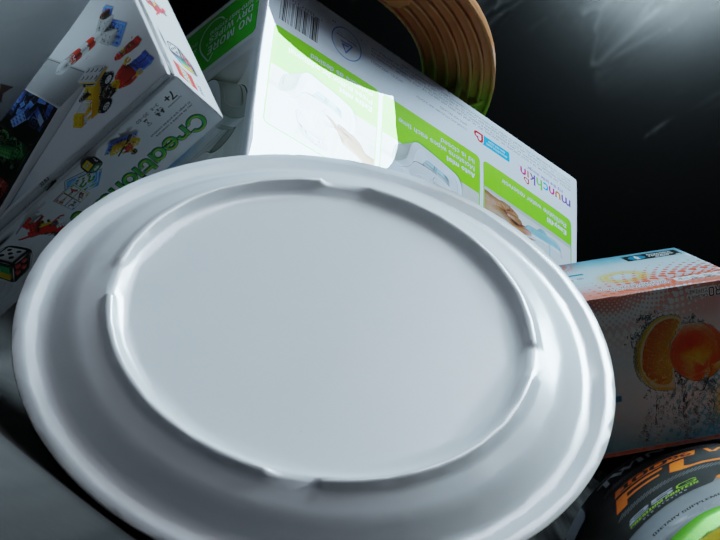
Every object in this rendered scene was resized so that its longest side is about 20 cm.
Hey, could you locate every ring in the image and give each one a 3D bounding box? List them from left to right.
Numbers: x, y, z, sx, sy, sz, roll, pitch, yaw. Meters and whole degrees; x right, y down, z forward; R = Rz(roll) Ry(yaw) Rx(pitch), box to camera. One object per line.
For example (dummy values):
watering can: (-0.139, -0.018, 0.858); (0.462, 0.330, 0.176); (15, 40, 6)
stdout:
ring: (-0.036, -0.092, 0.930); (0.198, 0.019, 0.201); (3, -35, 2)

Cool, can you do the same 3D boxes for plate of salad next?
plate of salad: (-0.015, 0.032, 0.661); (0.198, 0.048, 0.201); (6, 42, -5)

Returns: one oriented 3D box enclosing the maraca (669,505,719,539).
maraca: (0.157, 0.150, 0.566); (0.200, 0.137, 0.107); (39, -34, -2)

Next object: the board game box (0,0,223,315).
board game box: (-0.138, -0.085, 0.836); (0.035, 0.126, 0.201); (41, 15, -40)

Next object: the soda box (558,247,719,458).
soda box: (0.042, 0.040, 0.757); (0.198, 0.064, 0.068); (-8, 12, -12)

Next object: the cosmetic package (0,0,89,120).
cosmetic package: (-0.206, -0.152, 0.772); (0.200, 0.071, 0.101); (46, 15, 22)

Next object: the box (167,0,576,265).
box: (0.000, 0.000, 0.884); (0.199, 0.096, 0.178); (30, 46, -31)

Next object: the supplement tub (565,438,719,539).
supplement tub: (0.135, 0.126, 0.723); (0.122, 0.123, 0.200); (31, 1, -2)
